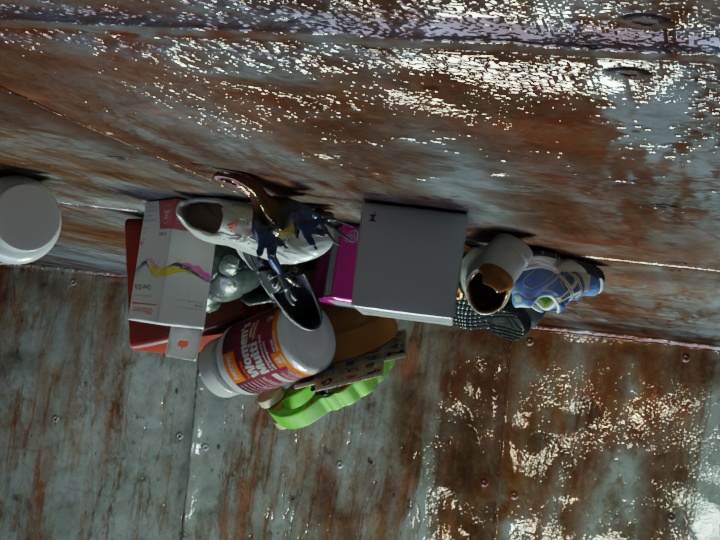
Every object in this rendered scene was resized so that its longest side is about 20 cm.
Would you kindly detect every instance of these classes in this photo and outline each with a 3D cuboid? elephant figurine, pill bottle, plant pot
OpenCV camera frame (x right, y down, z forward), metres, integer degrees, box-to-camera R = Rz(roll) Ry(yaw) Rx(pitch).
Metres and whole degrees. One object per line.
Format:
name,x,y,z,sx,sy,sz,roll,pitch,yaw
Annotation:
elephant figurine,-0.139,-0.015,1.707,0.199,0.142,0.156,-1,-135,-31
pill bottle,-0.140,0.119,1.763,0.199,0.110,0.109,-22,157,39
plant pot,-0.239,0.022,1.880,0.175,0.201,0.200,-6,172,16
plant pot,-0.055,0.050,1.869,0.199,0.141,0.200,-15,-169,3
pill bottle,-0.442,-0.063,1.526,0.110,0.111,0.200,10,175,-27

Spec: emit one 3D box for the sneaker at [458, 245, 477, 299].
sneaker,0.137,0.004,1.638,0.078,0.078,0.199,1,174,44

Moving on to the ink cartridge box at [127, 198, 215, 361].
ink cartridge box,-0.247,0.012,1.573,0.067,0.201,0.116,9,175,-29

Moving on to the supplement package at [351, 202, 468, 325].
supplement package,0.058,-0.003,1.386,0.116,0.118,0.200,8,176,5

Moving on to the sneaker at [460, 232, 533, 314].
sneaker,0.149,0.019,1.496,0.073,0.085,0.200,32,163,4

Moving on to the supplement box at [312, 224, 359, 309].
supplement box,0.000,0.000,1.648,0.101,0.104,0.200,9,177,-11

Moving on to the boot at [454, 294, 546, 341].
boot,0.202,0.032,1.746,0.200,0.070,0.131,24,-134,40

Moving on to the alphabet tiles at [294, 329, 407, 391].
alphabet tiles,-0.012,0.134,1.788,0.166,0.008,0.200,-13,-168,5

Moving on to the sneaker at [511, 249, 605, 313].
sneaker,0.257,0.019,1.615,0.075,0.078,0.199,1,174,44

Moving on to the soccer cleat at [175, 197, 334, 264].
soccer cleat,-0.130,-0.051,1.455,0.199,0.070,0.078,9,174,21

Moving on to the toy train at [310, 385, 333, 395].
toy train,-0.093,0.153,1.879,0.046,0.034,0.200,-32,-155,-26

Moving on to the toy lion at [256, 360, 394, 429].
toy lion,-0.044,0.175,1.887,0.069,0.200,0.191,56,161,-20

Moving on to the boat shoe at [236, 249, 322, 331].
boat shoe,-0.103,0.008,1.586,0.066,0.070,0.200,52,170,49

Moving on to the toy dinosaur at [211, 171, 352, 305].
toy dinosaur,-0.076,-0.065,1.329,0.105,0.201,0.182,-28,-159,1
